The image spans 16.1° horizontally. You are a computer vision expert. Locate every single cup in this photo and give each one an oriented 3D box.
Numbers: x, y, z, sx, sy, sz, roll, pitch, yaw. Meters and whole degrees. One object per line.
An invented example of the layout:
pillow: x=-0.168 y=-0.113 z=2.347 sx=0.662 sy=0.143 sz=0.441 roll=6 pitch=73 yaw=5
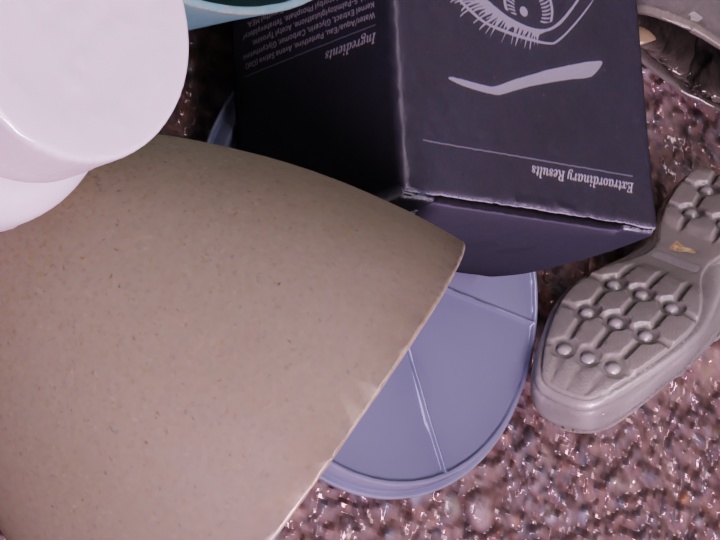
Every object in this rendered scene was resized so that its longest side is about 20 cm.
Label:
cup: x=-0.077 y=0.029 z=0.925 sx=0.143 sy=0.200 sz=0.200 roll=37 pitch=53 yaw=-2

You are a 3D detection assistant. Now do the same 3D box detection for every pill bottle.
pill bottle: x=-0.152 y=-0.059 z=0.843 sx=0.109 sy=0.200 sz=0.110 roll=12 pitch=72 yaw=-40

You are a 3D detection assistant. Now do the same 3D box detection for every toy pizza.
toy pizza: x=0.000 y=0.000 z=1.097 sx=0.200 sy=0.032 sz=0.201 roll=12 pitch=71 yaw=-41

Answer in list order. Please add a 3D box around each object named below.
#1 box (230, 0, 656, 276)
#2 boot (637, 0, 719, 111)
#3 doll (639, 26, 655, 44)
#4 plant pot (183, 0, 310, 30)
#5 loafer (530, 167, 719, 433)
box: x=0.031 y=-0.107 z=1.058 sx=0.148 sy=0.104 sz=0.200 roll=9 pitch=74 yaw=-40
boot: x=0.220 y=-0.170 z=1.324 sx=0.182 sy=0.073 sz=0.200 roll=24 pitch=56 yaw=-23
doll: x=0.072 y=-0.190 z=1.200 sx=0.136 sy=0.048 sz=0.200 roll=-23 pitch=96 yaw=-35
plant pot: x=-0.110 y=-0.173 z=0.940 sx=0.200 sy=0.161 sz=0.201 roll=13 pitch=70 yaw=-42
loafer: x=0.138 y=0.024 z=1.194 sx=0.200 sy=0.070 sz=0.070 roll=-41 pitch=146 yaw=-45
